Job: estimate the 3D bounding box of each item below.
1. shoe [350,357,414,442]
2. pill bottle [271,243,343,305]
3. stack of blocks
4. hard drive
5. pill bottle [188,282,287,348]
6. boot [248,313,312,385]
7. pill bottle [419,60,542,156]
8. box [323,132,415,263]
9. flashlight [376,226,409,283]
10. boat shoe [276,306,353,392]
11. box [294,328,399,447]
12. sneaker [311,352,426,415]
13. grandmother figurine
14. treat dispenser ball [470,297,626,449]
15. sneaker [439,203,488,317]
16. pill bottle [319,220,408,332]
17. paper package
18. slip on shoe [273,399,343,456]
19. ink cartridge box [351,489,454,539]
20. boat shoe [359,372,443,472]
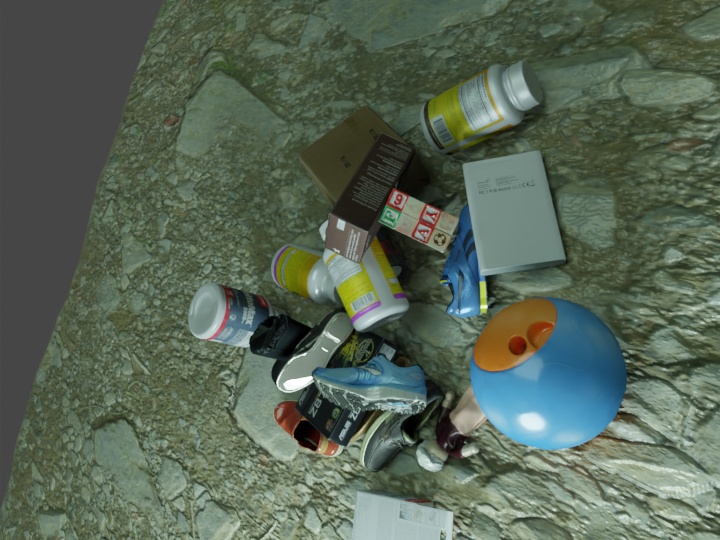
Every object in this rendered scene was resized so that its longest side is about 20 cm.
[{"bbox_3d":[0.039,0.242,1.042,0.200,0.053,0.070,-50,30,18],"label":"shoe"},{"bbox_3d":[-0.092,0.011,1.211,0.200,0.104,0.105,19,89,45],"label":"pill bottle"},{"bbox_3d":[0.105,-0.084,0.999,0.115,0.200,0.059,26,97,6],"label":"stack of blocks"},{"bbox_3d":[0.247,-0.095,0.948,0.131,0.027,0.201,-8,66,9],"label":"hard drive"},{"bbox_3d":[-0.260,0.105,1.267,0.119,0.200,0.120,-16,65,38],"label":"pill bottle"},{"bbox_3d":[-0.163,0.164,1.180,0.200,0.168,0.077,-38,51,27],"label":"boot"},{"bbox_3d":[0.213,-0.289,1.028,0.200,0.109,0.110,-20,63,37],"label":"pill bottle"},{"bbox_3d":[0.016,-0.122,0.968,0.075,0.100,0.200,27,60,7],"label":"box"},{"bbox_3d":[0.028,-0.057,1.157,0.068,0.068,0.200,-31,49,1],"label":"flashlight"},{"bbox_3d":[-0.084,0.150,1.107,0.200,0.067,0.057,-48,13,8],"label":"boat shoe"},{"bbox_3d":[-0.029,0.202,1.079,0.200,0.049,0.161,-61,28,-6],"label":"box"},{"bbox_3d":[0.016,0.184,0.975,0.199,0.079,0.090,5,54,13],"label":"sneaker"},{"bbox_3d":[0.160,0.250,0.931,0.200,0.060,0.121,-53,19,20],"label":"grandmother figurine"},{"bbox_3d":[0.249,0.137,0.783,0.200,0.201,0.202,-16,65,38],"label":"treat dispenser ball"},{"bbox_3d":[0.172,-0.020,0.987,0.078,0.066,0.201,-3,72,10],"label":"sneaker"},{"bbox_3d":[0.000,0.000,1.030,0.104,0.104,0.201,-34,73,30],"label":"pill bottle"},{"bbox_3d":[0.004,-0.203,1.159,0.190,0.104,0.200,-36,50,-2],"label":"paper package"},{"bbox_3d":[-0.116,0.311,1.160,0.200,0.061,0.074,19,91,46],"label":"slip on shoe"},{"bbox_3d":[0.076,0.430,0.948,0.199,0.050,0.109,-7,70,40],"label":"ink cartridge box"},{"bbox_3d":[0.070,0.270,0.992,0.201,0.072,0.066,-58,41,9],"label":"boat shoe"}]
